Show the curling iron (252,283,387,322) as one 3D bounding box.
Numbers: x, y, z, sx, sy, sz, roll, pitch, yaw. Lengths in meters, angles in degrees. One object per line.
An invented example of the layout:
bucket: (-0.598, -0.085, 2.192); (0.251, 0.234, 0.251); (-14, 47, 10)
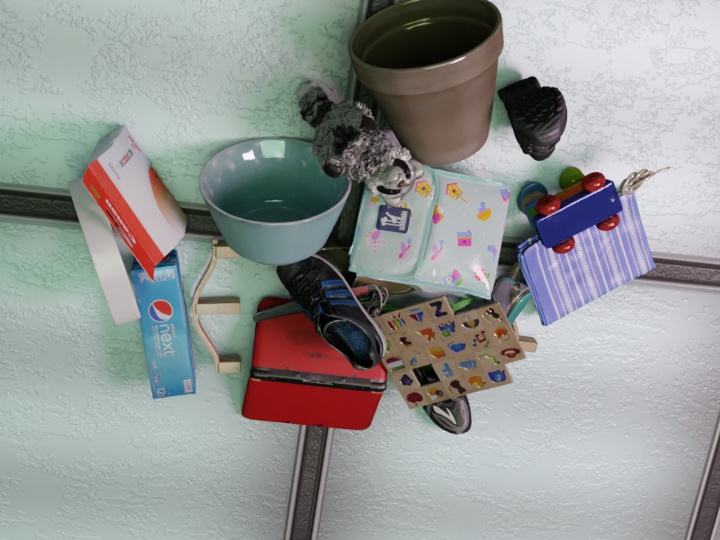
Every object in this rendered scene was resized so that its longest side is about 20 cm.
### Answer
curling iron: (-0.058, 0.052, 1.627); (0.200, 0.026, 0.050); (-9, 105, 12)

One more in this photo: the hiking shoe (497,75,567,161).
hiking shoe: (0.242, -0.191, 1.539); (0.076, 0.200, 0.101); (-25, 113, 8)

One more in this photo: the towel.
towel: (0.331, -0.017, 1.689); (0.200, 0.024, 0.145); (-27, 118, -7)

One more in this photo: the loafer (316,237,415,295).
loafer: (0.000, 0.000, 1.649); (0.200, 0.067, 0.076); (9, 109, -10)

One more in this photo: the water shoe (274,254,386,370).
water shoe: (-0.040, 0.050, 1.569); (0.200, 0.079, 0.072); (45, 104, -1)

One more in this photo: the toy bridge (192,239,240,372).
toy bridge: (-0.206, 0.051, 1.655); (0.067, 0.027, 0.200); (-2, 109, -7)

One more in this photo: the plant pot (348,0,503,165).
plant pot: (0.099, -0.242, 1.524); (0.200, 0.200, 0.174); (-17, 128, -1)

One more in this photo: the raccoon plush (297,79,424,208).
raccoon plush: (0.007, -0.176, 1.540); (0.097, 0.200, 0.134); (-39, 135, 23)

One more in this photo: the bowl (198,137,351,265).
bowl: (-0.115, -0.082, 1.555); (0.201, 0.201, 0.105); (-1, 130, -7)

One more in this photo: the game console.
game console: (-0.067, 0.141, 1.720); (0.200, 0.119, 0.173); (7, 78, -10)

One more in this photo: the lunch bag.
lunch bag: (0.090, -0.057, 1.595); (0.200, 0.122, 0.171); (12, 87, -15)

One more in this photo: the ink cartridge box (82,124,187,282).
ink cartridge box: (-0.290, -0.092, 1.506); (0.050, 0.200, 0.162); (-30, 111, 4)

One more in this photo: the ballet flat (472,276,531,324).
ballet flat: (0.188, 0.085, 1.705); (0.072, 0.072, 0.200); (13, 127, -12)

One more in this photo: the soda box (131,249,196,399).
soda box: (-0.277, 0.077, 1.641); (0.064, 0.068, 0.200); (-7, 111, -5)

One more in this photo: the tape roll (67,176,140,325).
tape roll: (-0.336, -0.027, 1.523); (0.037, 0.203, 0.203); (-18, 112, -10)

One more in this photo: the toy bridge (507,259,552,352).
toy bridge: (0.249, 0.030, 1.714); (0.067, 0.027, 0.200); (9, 109, -10)

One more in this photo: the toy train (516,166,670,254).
toy train: (0.323, -0.114, 1.630); (0.200, 0.116, 0.085); (-28, 119, -2)

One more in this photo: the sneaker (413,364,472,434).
sneaker: (0.114, 0.164, 1.717); (0.071, 0.083, 0.200); (-20, 112, 1)

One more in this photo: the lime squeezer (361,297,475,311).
lime squeezer: (0.100, 0.055, 1.681); (0.200, 0.071, 0.038); (-6, 110, -6)

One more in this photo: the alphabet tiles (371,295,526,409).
alphabet tiles: (0.122, 0.110, 1.630); (0.200, 0.008, 0.167); (-18, 117, 23)
